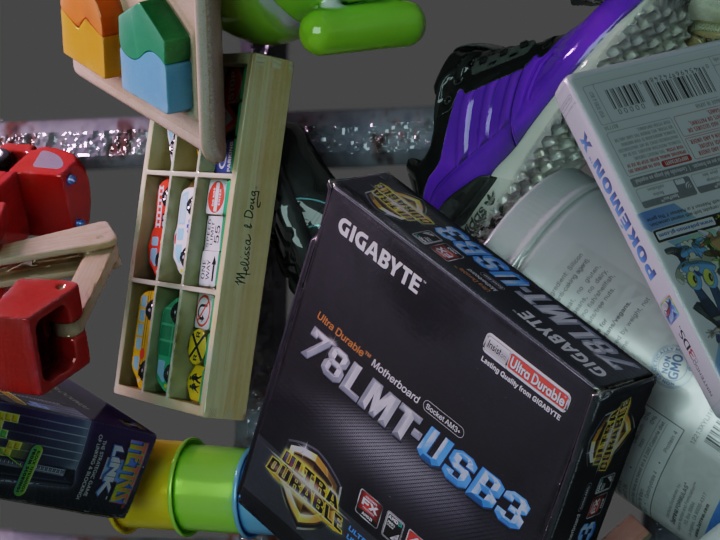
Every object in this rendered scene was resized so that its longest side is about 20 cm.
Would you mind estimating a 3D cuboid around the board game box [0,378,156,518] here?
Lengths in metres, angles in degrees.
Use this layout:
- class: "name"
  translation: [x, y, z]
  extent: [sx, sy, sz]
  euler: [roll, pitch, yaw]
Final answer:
- class: "board game box"
  translation: [-0.238, 0.068, 1.212]
  extent: [0.200, 0.165, 0.057]
  euler: [25, 97, 45]

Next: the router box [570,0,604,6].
- class: "router box"
  translation: [0.124, -0.247, 1.124]
  extent: [0.062, 0.150, 0.201]
  euler: [5, 88, 23]

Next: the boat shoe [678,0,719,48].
- class: "boat shoe"
  translation: [0.193, -0.147, 1.134]
  extent: [0.073, 0.063, 0.202]
  euler: [6, 88, 23]

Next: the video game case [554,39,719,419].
- class: "video game case"
  translation: [0.216, -0.035, 1.054]
  extent: [0.183, 0.199, 0.022]
  euler: [66, 153, 20]

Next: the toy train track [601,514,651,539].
- class: "toy train track"
  translation: [0.126, 0.194, 1.099]
  extent: [0.115, 0.033, 0.200]
  euler: [-41, 27, -2]

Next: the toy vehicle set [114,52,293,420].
- class: "toy vehicle set"
  translation: [-0.091, -0.021, 1.227]
  extent: [0.124, 0.026, 0.201]
  euler: [5, 87, 60]

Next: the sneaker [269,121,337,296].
- class: "sneaker"
  translation: [0.000, 0.000, 1.212]
  extent: [0.079, 0.075, 0.201]
  euler: [-20, 68, -10]

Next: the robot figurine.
- class: "robot figurine"
  translation: [-0.023, -0.203, 1.200]
  extent: [0.199, 0.116, 0.176]
  euler: [-30, 68, 21]

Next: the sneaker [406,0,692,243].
- class: "sneaker"
  translation: [0.087, -0.095, 1.156]
  extent: [0.200, 0.069, 0.100]
  euler: [-51, 57, 28]

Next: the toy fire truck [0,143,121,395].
- class: "toy fire truck"
  translation: [-0.188, -0.008, 1.221]
  extent: [0.140, 0.200, 0.049]
  euler: [6, 121, 22]

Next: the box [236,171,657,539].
- class: "box"
  translation: [0.035, 0.085, 1.077]
  extent: [0.200, 0.050, 0.199]
  euler: [39, 126, 34]

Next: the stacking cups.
- class: "stacking cups"
  translation: [-0.043, 0.121, 1.219]
  extent: [0.199, 0.060, 0.061]
  euler: [-1, 85, 20]

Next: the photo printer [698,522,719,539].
- class: "photo printer"
  translation: [0.238, 0.163, 1.018]
  extent: [0.166, 0.200, 0.070]
  euler: [-36, 41, 16]

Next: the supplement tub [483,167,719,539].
- class: "supplement tub"
  translation: [0.155, 0.052, 1.098]
  extent: [0.200, 0.132, 0.132]
  euler: [35, 99, 22]

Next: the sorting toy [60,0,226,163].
- class: "sorting toy"
  translation: [-0.130, -0.172, 1.200]
  extent: [0.200, 0.036, 0.186]
  euler: [37, 134, 52]
